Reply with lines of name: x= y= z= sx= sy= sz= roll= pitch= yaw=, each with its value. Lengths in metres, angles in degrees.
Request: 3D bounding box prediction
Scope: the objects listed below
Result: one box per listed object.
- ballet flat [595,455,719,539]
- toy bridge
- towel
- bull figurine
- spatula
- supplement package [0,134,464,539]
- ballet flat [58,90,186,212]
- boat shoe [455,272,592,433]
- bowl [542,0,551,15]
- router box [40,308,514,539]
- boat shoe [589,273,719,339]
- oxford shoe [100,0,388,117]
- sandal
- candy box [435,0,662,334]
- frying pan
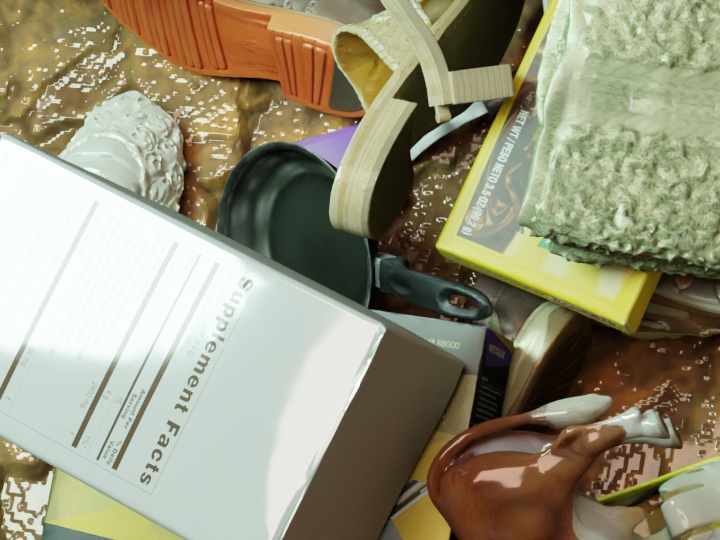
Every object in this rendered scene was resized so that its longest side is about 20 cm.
ballet flat: x=0.134 y=0.127 z=1.279 sx=0.200 sy=0.067 sz=0.067 roll=-19 pitch=64 yaw=9
toy bridge: x=0.026 y=-0.168 z=1.264 sx=0.067 sy=0.027 sz=0.200 roll=-8 pitch=93 yaw=-17
towel: x=0.177 y=-0.065 z=1.234 sx=0.200 sy=0.036 sz=0.148 roll=9 pitch=86 yaw=-3
bull figurine: x=0.110 y=0.139 z=1.218 sx=0.121 sy=0.200 sz=0.065 roll=-29 pitch=29 yaw=8
spatula: x=0.050 y=-0.076 z=1.399 sx=0.200 sy=0.021 sz=0.057 roll=-25 pitch=63 yaw=6
supplement package: x=-0.078 y=0.042 z=1.196 sx=0.200 sy=0.121 sz=0.120 roll=27 pitch=90 yaw=20
ballet flat: x=-0.141 y=-0.007 z=1.407 sx=0.072 sy=0.072 sz=0.200 roll=10 pitch=74 yaw=19
boat shoe: x=0.032 y=0.091 z=1.308 sx=0.072 sy=0.072 sz=0.200 roll=33 pitch=98 yaw=23
bowl: x=0.195 y=-0.130 z=1.339 sx=0.201 sy=0.090 sz=0.201 roll=-5 pitch=70 yaw=15
router box: x=-0.041 y=0.092 z=1.268 sx=0.200 sy=0.052 sz=0.157 roll=7 pitch=82 yaw=19
boat shoe: x=0.147 y=-0.003 z=1.320 sx=0.200 sy=0.072 sz=0.076 roll=13 pitch=62 yaw=26
oxford shoe: x=-0.059 y=-0.144 z=1.440 sx=0.200 sy=0.071 sz=0.073 roll=25 pitch=58 yaw=20
sandal: x=0.014 y=-0.099 z=1.336 sx=0.070 sy=0.078 sz=0.212 roll=17 pitch=44 yaw=16
candy box: x=0.122 y=-0.080 z=1.278 sx=0.102 sy=0.026 sz=0.200 roll=23 pitch=84 yaw=19
frying pan: x=-0.005 y=-0.016 z=1.339 sx=0.190 sy=0.031 sz=0.115 roll=-18 pitch=87 yaw=48
